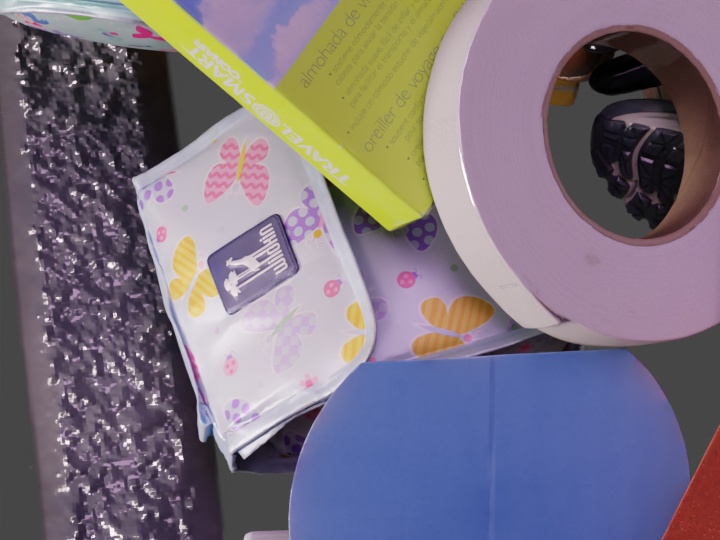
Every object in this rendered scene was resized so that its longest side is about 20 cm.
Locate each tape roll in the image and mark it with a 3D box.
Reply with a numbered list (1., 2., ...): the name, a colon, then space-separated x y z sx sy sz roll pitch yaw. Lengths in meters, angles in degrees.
1. tape roll: 0.124 -0.062 1.356 0.202 0.037 0.204 3 83 -28

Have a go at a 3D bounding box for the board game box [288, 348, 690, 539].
1. board game box: 0.060 0.113 1.371 0.199 0.039 0.159 -3 104 -11

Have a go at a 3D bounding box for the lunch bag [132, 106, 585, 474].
1. lunch bag: 0.000 0.000 1.417 0.199 0.127 0.170 -14 64 -8

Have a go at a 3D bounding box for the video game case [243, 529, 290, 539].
1. video game case: 0.047 0.212 1.376 0.199 0.022 0.183 -1 64 -9

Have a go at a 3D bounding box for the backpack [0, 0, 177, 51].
1. backpack: -0.119 -0.191 1.437 0.177 0.200 0.151 8 85 22

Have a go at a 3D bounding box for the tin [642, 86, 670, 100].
1. tin: 0.217 -0.067 1.527 0.111 0.042 0.201 -6 66 -15

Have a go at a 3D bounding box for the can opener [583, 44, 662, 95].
1. can opener: 0.211 -0.138 1.466 0.199 0.064 0.079 -11 29 -3

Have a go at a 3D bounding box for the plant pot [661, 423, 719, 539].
1. plant pot: 0.245 0.132 1.323 0.176 0.200 0.200 28 93 17

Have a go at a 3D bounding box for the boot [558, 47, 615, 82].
1. boot: 0.047 -0.178 1.448 0.155 0.077 0.201 -23 88 -60

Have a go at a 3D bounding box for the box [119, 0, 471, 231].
1. box: -0.021 -0.128 1.340 0.200 0.048 0.122 41 66 -13

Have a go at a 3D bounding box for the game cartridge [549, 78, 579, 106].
1. game cartridge: 0.020 -0.176 1.559 0.199 0.032 0.177 3 64 -4

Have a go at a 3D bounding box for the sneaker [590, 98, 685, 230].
1. sneaker: 0.215 -0.063 1.474 0.199 0.078 0.087 11 51 -10
